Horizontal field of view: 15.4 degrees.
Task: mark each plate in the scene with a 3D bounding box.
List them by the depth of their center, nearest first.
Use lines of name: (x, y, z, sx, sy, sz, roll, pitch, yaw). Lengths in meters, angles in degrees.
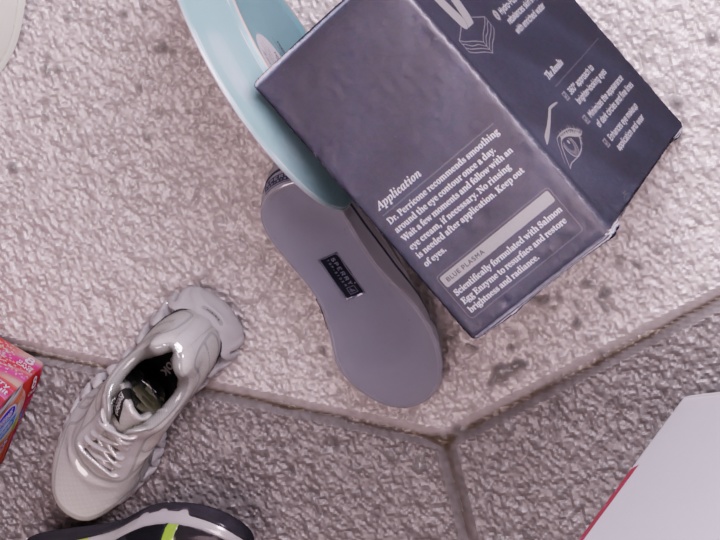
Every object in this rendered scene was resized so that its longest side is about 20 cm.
plate: (-0.052, -0.128, 1.609, 0.025, 0.200, 0.201, -30, 98, 14)

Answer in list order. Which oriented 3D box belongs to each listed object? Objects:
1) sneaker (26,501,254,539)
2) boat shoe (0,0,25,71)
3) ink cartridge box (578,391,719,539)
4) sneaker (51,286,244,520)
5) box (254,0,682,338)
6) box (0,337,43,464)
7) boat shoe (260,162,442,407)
sneaker: (-0.157, 0.219, 1.829, 0.199, 0.083, 0.072, -16, 144, 31)
boat shoe: (-0.259, -0.187, 1.744, 0.200, 0.072, 0.062, -60, 41, 33)
ink cartridge box: (0.261, 0.190, 1.604, 0.144, 0.145, 0.200, -12, 121, 53)
sneaker: (-0.158, 0.099, 1.796, 0.075, 0.081, 0.200, 36, 118, 1)
box: (0.069, -0.097, 1.577, 0.117, 0.197, 0.200, -39, 94, 28)
box: (-0.334, 0.069, 1.832, 0.199, 0.100, 0.096, 30, 116, 7)
boat shoe: (0.000, 0.000, 1.711, 0.073, 0.066, 0.201, -15, 125, 16)
